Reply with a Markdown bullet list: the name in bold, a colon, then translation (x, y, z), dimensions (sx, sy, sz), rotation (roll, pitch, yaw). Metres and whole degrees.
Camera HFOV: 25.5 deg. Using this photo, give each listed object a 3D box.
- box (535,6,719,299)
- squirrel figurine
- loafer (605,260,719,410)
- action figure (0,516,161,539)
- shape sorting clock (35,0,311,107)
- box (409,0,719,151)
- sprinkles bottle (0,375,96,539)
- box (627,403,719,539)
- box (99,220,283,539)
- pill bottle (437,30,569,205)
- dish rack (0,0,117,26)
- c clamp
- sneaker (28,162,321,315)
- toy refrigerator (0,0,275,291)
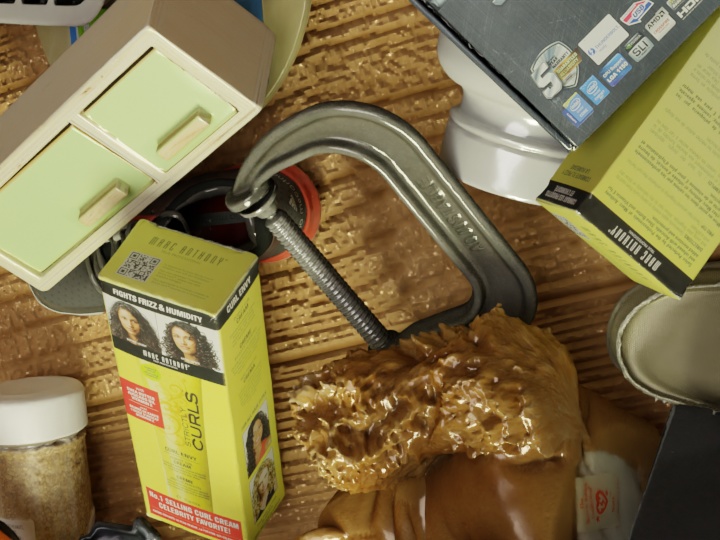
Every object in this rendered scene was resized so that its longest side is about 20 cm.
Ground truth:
- **box**: translation (0.171, -0.090, 0.737), dimensions (0.075, 0.050, 0.201), rotation (35, 89, -22)
- **squirrel figurine**: translation (0.045, 0.109, 0.843), dimensions (0.186, 0.142, 0.201), rotation (-7, 123, 44)
- **loafer**: translation (0.216, 0.040, 0.790), dimensions (0.199, 0.068, 0.076), rotation (3, 102, 23)
- **action figure**: translation (-0.208, 0.226, 0.924), dimensions (0.192, 0.105, 0.201), rotation (23, 93, -1)
- **shape sorting clock**: translation (-0.110, -0.169, 0.907), dimensions (0.199, 0.039, 0.202), rotation (6, 100, 34)
- **box**: translation (0.105, -0.177, 0.684), dimensions (0.158, 0.051, 0.200), rotation (44, 105, -6)
- **sprinkles bottle**: translation (-0.197, 0.170, 1.001), dimensions (0.068, 0.068, 0.202), rotation (0, 101, 24)
- **box**: translation (0.237, 0.184, 0.752), dimensions (0.197, 0.123, 0.201), rotation (3, 122, 24)
- **box**: translation (-0.090, 0.068, 0.885), dimensions (0.075, 0.050, 0.201), rotation (17, 138, 18)
- **pill bottle**: translation (0.100, -0.138, 0.781), dimensions (0.111, 0.111, 0.201), rotation (19, 108, 19)
- **dish rack**: translation (-0.175, -0.239, 0.886), dimensions (0.171, 0.043, 0.202), rotation (11, 104, 45)
- **c clamp**: translation (0.000, 0.000, 0.836), dimensions (0.170, 0.027, 0.200), rotation (-13, 126, 34)
- **sneaker**: translation (-0.124, -0.019, 0.921), dimensions (0.199, 0.082, 0.078), rotation (-18, 93, 26)
- **toy refrigerator**: translation (-0.140, -0.072, 0.858), dimensions (0.076, 0.070, 0.200), rotation (35, 129, -27)
